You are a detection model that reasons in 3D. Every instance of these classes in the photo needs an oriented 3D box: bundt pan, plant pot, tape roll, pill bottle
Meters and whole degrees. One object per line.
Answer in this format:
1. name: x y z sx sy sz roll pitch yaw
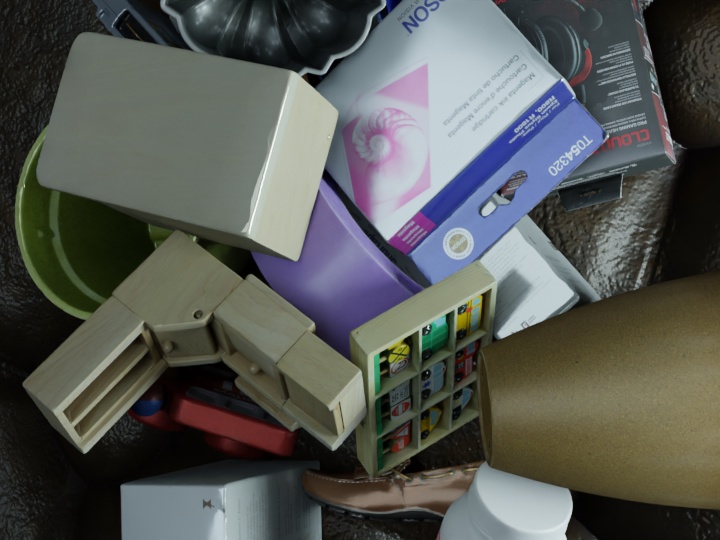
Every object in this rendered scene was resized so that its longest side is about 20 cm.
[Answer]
1. bundt pan: -0.078 -0.258 1.002 0.199 0.076 0.204 -3 100 -15
2. plant pot: 0.195 0.102 0.946 0.197 0.186 0.189 -5 86 -2
3. tape roll: 0.000 0.000 1.060 0.085 0.200 0.200 -43 73 15
4. plant pot: -0.192 -0.051 1.151 0.198 0.184 0.203 -1 87 23
5. pill bottle: 0.110 0.255 1.012 0.108 0.109 0.202 29 128 21

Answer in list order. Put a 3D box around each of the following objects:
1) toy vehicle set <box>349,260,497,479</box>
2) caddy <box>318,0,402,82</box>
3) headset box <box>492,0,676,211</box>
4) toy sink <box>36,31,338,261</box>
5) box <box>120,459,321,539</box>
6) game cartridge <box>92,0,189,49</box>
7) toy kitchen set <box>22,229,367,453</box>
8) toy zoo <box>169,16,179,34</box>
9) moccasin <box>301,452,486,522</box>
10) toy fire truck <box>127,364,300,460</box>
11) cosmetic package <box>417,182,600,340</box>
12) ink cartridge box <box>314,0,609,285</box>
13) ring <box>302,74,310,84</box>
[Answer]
1. toy vehicle set: 0.052 0.087 1.002 0.123 0.201 0.027 -29 57 -18
2. caddy: 0.024 -0.231 1.089 0.140 0.105 0.202 -15 82 20
3. headset box: 0.184 -0.155 1.055 0.147 0.075 0.202 -13 83 21
4. toy sink: -0.136 -0.098 0.970 0.198 0.112 0.132 13 84 21
5. box: -0.121 0.258 1.100 0.105 0.200 0.154 -3 86 22
6. game cartridge: -0.165 -0.188 1.171 0.042 0.133 0.200 -47 73 15
7. toy kitchen set: -0.121 0.118 0.977 0.199 0.164 0.181 35 68 22
8. toy zoo: -0.121 -0.277 1.132 0.130 0.200 0.021 -31 91 -7
9. moccasin: 0.042 0.191 1.104 0.199 0.074 0.079 -2 81 24
10. toy fire truck: -0.147 0.111 1.120 0.198 0.168 0.113 19 95 -1
11. cosmetic package: 0.110 -0.024 1.063 0.081 0.113 0.201 -42 75 14
12. ink cartridge box: 0.068 -0.120 1.001 0.196 0.043 0.200 -43 75 10
13. ring: 0.007 -0.210 1.163 0.198 0.019 0.203 -1 87 22
